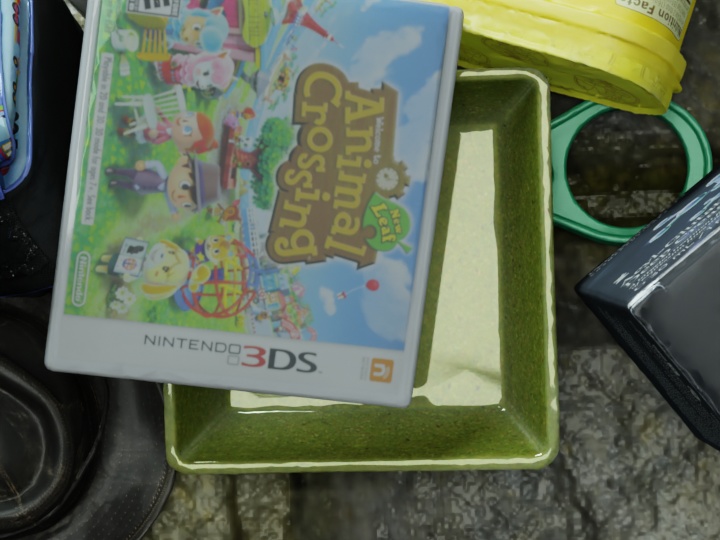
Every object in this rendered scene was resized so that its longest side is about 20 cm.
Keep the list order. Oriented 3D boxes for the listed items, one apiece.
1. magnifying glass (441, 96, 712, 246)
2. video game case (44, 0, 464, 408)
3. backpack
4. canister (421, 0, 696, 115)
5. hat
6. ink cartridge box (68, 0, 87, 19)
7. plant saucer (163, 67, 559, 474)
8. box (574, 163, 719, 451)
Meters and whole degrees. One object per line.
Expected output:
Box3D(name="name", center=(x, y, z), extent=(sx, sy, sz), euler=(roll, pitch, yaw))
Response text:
Box3D(name="magnifying glass", center=(0.082, -0.048, 1.409), extent=(0.200, 0.022, 0.080), euler=(-4, 84, 3))
Box3D(name="video game case", center=(-0.051, -0.040, 1.325), extent=(0.182, 0.022, 0.200), euler=(6, 96, -10))
Box3D(name="backpack", center=(-0.245, -0.069, 1.368), extent=(0.200, 0.135, 0.183), euler=(-10, 56, 12))
Box3D(name="canister", center=(0.117, -0.195, 1.380), extent=(0.148, 0.087, 0.200), euler=(17, 84, 21))
Box3D(name="hat", center=(-0.193, 0.076, 1.387), extent=(0.200, 0.081, 0.201), euler=(-1, 84, 6))
Box3D(name="ink cartridge box", center=(-0.072, -0.226, 1.408), extent=(0.144, 0.084, 0.200), euler=(4, 83, 6))
Box3D(name="plant saucer", center=(0.000, 0.000, 1.383), extent=(0.200, 0.048, 0.200), euler=(-1, 94, 6))
Box3D(name="box", center=(0.200, 0.005, 1.294), extent=(0.148, 0.200, 0.107), euler=(-40, 93, -1))
